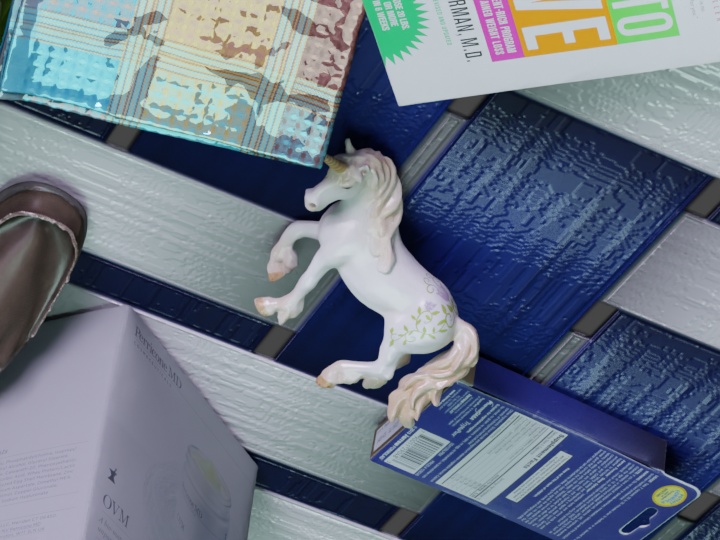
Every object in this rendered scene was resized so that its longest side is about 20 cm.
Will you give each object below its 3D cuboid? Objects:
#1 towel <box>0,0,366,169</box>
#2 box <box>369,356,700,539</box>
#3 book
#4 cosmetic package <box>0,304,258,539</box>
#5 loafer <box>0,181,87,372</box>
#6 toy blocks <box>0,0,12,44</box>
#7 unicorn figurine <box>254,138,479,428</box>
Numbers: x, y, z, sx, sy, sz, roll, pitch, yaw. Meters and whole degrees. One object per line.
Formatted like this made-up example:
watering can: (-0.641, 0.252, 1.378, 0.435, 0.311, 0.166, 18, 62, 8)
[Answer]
towel: (-0.101, -0.141, 1.591, 0.199, 0.022, 0.147, 13, 120, -6)
box: (0.121, 0.130, 1.917, 0.199, 0.033, 0.121, 26, 139, -18)
book: (0.100, -0.165, 1.535, 0.199, 0.048, 0.134, -8, 133, 15)
cosmetic package: (-0.172, 0.167, 1.886, 0.122, 0.201, 0.200, -13, 137, 22)
loafer: (-0.235, 0.030, 1.804, 0.073, 0.071, 0.200, 22, 122, -18)
toy blocks: (-0.279, -0.149, 1.611, 0.136, 0.100, 0.201, 20, 142, 4)
unicorn figurine: (0.000, 0.000, 1.745, 0.137, 0.074, 0.200, -35, 118, 30)
